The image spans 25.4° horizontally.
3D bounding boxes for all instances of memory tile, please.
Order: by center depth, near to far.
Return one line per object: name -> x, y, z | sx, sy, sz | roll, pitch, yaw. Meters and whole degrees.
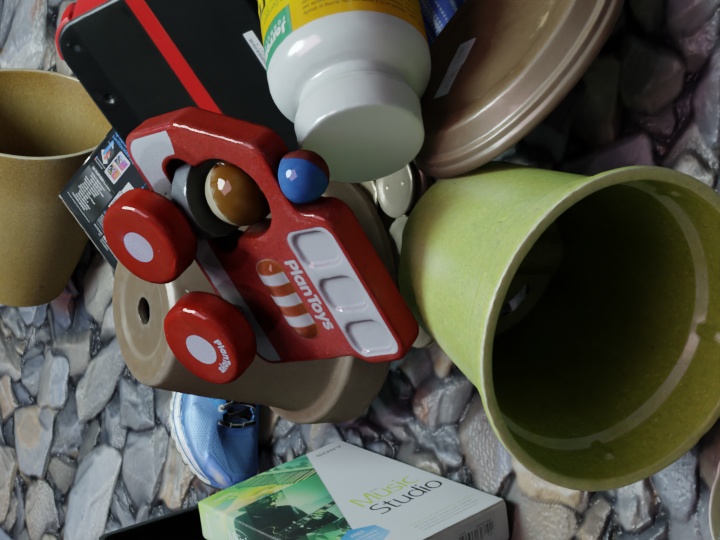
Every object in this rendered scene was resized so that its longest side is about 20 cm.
memory tile -> 0.000, 0.000, 1.264 | 0.199, 0.017, 0.155 | -24, 74, 56

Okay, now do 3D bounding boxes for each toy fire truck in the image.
toy fire truck -> -0.063, -0.022, 1.057 | 0.167, 0.112, 0.201 | -9, 119, 42

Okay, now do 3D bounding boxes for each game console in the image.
game console -> -0.130, -0.148, 1.265 | 0.176, 0.201, 0.031 | -20, 31, 27

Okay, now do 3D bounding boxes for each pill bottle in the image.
pill bottle -> -0.012, -0.164, 1.086 | 0.113, 0.112, 0.202 | -43, 45, 41

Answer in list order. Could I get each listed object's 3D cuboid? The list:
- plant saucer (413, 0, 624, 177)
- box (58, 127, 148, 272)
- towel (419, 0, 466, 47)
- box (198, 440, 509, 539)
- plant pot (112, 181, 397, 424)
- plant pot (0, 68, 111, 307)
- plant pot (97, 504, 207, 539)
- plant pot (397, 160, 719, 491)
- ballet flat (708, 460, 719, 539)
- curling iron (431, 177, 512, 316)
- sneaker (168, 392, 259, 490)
plant saucer -> 0.097, -0.150, 1.077 | 0.200, 0.029, 0.201 | -41, 26, 25
box -> -0.154, -0.081, 1.403 | 0.199, 0.050, 0.200 | -50, 50, 8
towel -> 0.066, -0.248, 1.209 | 0.200, 0.024, 0.146 | -53, 51, 35
box -> -0.008, 0.185, 1.185 | 0.199, 0.143, 0.037 | 10, 114, 50
plant pot -> -0.094, 0.027, 1.239 | 0.200, 0.173, 0.203 | 12, 104, 56
plant pot -> -0.338, -0.072, 1.599 | 0.186, 0.185, 0.202 | 45, 135, 42
plant pot -> -0.070, 0.296, 1.236 | 0.199, 0.199, 0.179 | 24, 120, 48
plant pot -> 0.119, 0.012, 1.022 | 0.184, 0.199, 0.202 | 33, 114, 59
ballet flat -> 0.241, 0.121, 0.950 | 0.075, 0.067, 0.202 | -140, 58, -62
curling iron -> 0.067, -0.041, 1.196 | 0.201, 0.025, 0.050 | 59, 136, 34
sneaker -> -0.116, 0.091, 1.377 | 0.089, 0.078, 0.202 | -24, 70, 50
